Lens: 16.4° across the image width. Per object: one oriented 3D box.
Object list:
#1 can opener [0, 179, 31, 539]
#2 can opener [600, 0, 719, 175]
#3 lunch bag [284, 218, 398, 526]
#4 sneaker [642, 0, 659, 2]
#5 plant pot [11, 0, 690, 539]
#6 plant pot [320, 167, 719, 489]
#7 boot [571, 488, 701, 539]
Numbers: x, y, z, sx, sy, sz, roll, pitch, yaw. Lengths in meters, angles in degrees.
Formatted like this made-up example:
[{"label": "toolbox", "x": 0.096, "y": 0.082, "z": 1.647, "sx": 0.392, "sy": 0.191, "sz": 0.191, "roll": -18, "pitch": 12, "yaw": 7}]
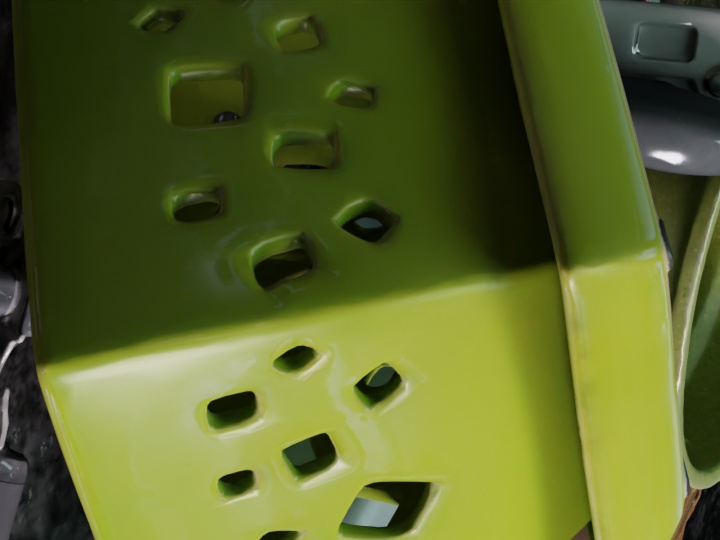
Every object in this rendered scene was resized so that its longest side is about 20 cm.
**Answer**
[{"label": "can opener", "x": -0.144, "y": 0.063, "z": 0.793, "sx": 0.067, "sy": 0.053, "sz": 0.201, "roll": 15, "pitch": 92, "yaw": -35}, {"label": "can opener", "x": 0.050, "y": -0.078, "z": 0.928, "sx": 0.067, "sy": 0.199, "sz": 0.053, "roll": -74, "pitch": 170, "yaw": -65}, {"label": "lunch bag", "x": -0.012, "y": 0.092, "z": 1.006, "sx": 0.171, "sy": 0.121, "sz": 0.200, "roll": -59, "pitch": 160, "yaw": -31}, {"label": "sneaker", "x": 0.101, "y": -0.098, "z": 1.192, "sx": 0.088, "sy": 0.081, "sz": 0.201, "roll": -35, "pitch": 145, "yaw": -57}, {"label": "plant pot", "x": 0.000, "y": 0.000, "z": 0.790, "sx": 0.200, "sy": 0.180, "sz": 0.200, "roll": 76, "pitch": 4, "yaw": -50}, {"label": "plant pot", "x": 0.088, "y": -0.031, "z": 1.064, "sx": 0.200, "sy": 0.183, "sz": 0.201, "roll": -48, "pitch": 147, "yaw": -46}, {"label": "boot", "x": 0.170, "y": 0.116, "z": 1.500, "sx": 0.155, "sy": 0.073, "sz": 0.201, "roll": -54, "pitch": 163, "yaw": -35}]
